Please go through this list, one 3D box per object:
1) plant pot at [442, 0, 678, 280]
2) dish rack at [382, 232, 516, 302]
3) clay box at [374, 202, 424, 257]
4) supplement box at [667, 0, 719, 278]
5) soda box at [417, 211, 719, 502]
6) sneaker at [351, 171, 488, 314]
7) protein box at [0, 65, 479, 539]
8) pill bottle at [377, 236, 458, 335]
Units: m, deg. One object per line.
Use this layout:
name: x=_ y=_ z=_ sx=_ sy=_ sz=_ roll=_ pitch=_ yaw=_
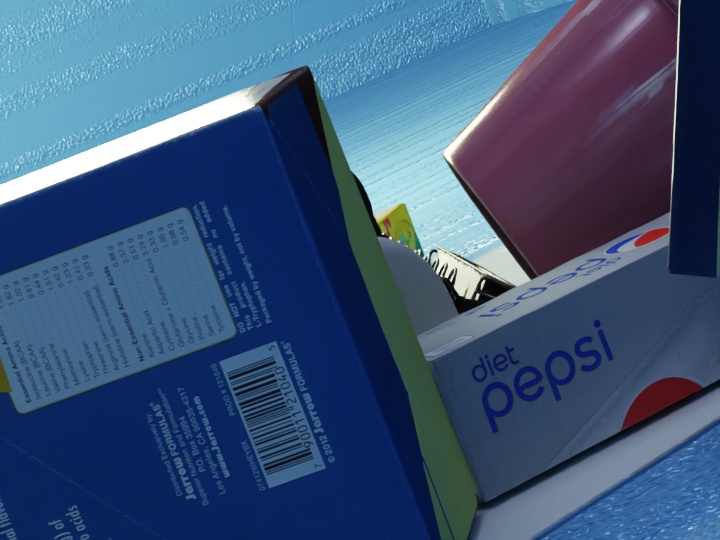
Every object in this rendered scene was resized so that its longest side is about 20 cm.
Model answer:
plant pot: x=0.149 y=-0.060 z=1.267 sx=0.179 sy=0.200 sz=0.200 roll=-37 pitch=8 yaw=1
dish rack: x=-0.017 y=-0.009 z=1.407 sx=0.200 sy=0.055 sz=0.153 roll=23 pitch=1 yaw=-10
clay box: x=-0.040 y=0.012 z=1.738 sx=0.115 sy=0.048 sz=0.200 roll=-18 pitch=9 yaw=22
supplement box: x=0.240 y=-0.077 z=1.022 sx=0.200 sy=0.134 sz=0.200 roll=5 pitch=16 yaw=16
soda box: x=0.107 y=0.031 z=1.120 sx=0.200 sy=0.068 sz=0.063 roll=-24 pitch=9 yaw=-26
sneaker: x=-0.001 y=-0.001 z=1.289 sx=0.200 sy=0.104 sz=0.060 roll=-1 pitch=18 yaw=-18
protein box: x=-0.084 y=0.053 z=0.997 sx=0.200 sy=0.199 sz=0.135 roll=-20 pitch=7 yaw=11
pill bottle: x=-0.056 y=0.059 z=1.205 sx=0.200 sy=0.112 sz=0.112 roll=-16 pitch=9 yaw=33
